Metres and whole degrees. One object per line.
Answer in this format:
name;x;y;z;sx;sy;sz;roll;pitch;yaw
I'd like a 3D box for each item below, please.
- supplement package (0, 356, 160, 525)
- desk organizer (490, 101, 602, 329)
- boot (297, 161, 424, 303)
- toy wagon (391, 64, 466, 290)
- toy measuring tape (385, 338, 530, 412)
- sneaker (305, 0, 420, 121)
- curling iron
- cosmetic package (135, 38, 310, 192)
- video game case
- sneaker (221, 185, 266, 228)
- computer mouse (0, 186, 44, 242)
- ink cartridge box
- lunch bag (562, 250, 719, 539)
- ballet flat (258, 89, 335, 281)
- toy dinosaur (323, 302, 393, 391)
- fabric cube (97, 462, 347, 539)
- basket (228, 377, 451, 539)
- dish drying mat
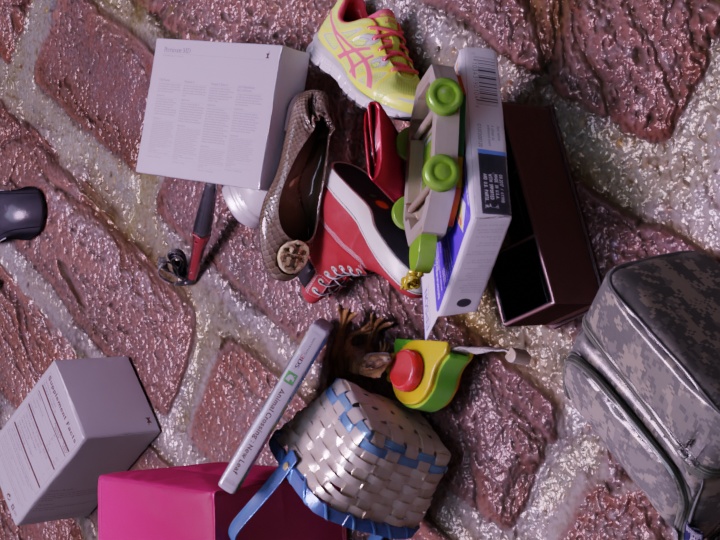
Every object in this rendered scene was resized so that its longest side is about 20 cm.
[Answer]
supplement package;-0.362;0.213;1.931;0.200;0.116;0.118;-47;58;34
desk organizer;0.156;-0.052;1.435;0.071;0.077;0.202;-26;71;42
boot;0.000;0.000;1.601;0.200;0.072;0.145;51;124;42
toy wagon;0.061;-0.080;1.398;0.155;0.039;0.202;129;145;-75
toy measuring tape;0.087;0.105;1.500;0.199;0.073;0.075;0;90;53
sneaker;0.019;-0.219;1.576;0.200;0.078;0.091;42;116;37
curling iron;-0.194;-0.043;1.779;0.201;0.049;0.026;120;156;-50
cosmetic package;-0.151;-0.169;1.665;0.199;0.051;0.153;11;94;41
video game case;-0.082;0.133;1.574;0.022;0.200;0.183;30;90;1
sneaker;-0.125;-0.153;1.735;0.099;0.075;0.202;-31;76;33
computer mouse;-0.507;-0.045;2.129;0.199;0.046;0.142;0;89;45
ink cartridge box;0.094;-0.068;1.443;0.201;0.043;0.200;109;163;-53
lunch bag;0.267;0.110;1.289;0.200;0.138;0.169;53;140;32
ballet flat;-0.060;-0.088;1.595;0.046;0.067;0.202;11;88;47
toy dinosaur;-0.017;0.096;1.607;0.200;0.060;0.107;133;160;-67
fabric cube;-0.145;0.314;1.655;0.198;0.199;0.199;-4;87;44
basket;-0.016;0.220;1.549;0.201;0.176;0.139;-55;42;11
dish drying mat;0.025;-0.112;1.505;0.018;0.200;0.078;-5;85;7
